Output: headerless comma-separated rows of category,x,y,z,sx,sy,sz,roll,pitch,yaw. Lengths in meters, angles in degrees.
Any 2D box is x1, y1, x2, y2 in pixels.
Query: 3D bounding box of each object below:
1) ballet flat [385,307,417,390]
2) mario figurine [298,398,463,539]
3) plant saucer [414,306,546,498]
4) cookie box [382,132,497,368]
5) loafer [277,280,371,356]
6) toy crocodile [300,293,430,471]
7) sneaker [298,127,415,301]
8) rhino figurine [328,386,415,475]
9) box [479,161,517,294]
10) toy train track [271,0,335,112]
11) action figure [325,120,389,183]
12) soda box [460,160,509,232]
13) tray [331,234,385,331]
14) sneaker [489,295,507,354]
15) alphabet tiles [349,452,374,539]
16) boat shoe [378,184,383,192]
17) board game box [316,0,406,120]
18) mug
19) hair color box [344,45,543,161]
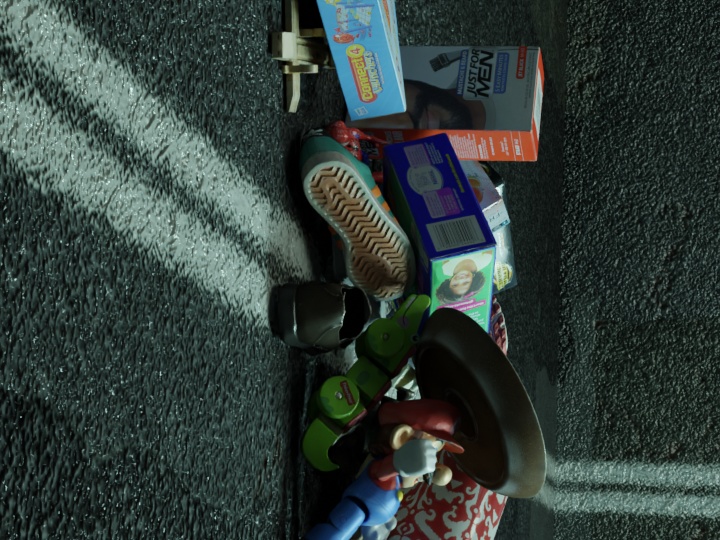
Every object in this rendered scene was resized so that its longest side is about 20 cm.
ballet flat,0.050,0.099,1.875,0.200,0.073,0.073,62,31,-66
mario figurine,0.033,0.210,1.524,0.106,0.123,0.200,44,80,-27
plant saucer,0.106,0.133,1.558,0.200,0.032,0.201,49,-26,34
cookie box,0.077,-0.008,1.681,0.200,0.075,0.171,89,-14,-47
loafer,-0.023,0.047,1.538,0.200,0.071,0.073,-3,93,-77
toy crocodile,0.006,0.103,1.558,0.200,0.062,0.068,-51,180,-22
sneaker,-0.002,-0.057,1.579,0.080,0.071,0.200,-103,168,-48
rhino figurine,0.002,0.165,1.666,0.200,0.060,0.088,-5,113,-75
box,0.118,-0.087,1.975,0.200,0.046,0.159,-128,-159,-49
toy train track,-0.042,-0.207,1.540,0.200,0.032,0.115,-20,109,-77
action figure,-0.003,-0.108,1.680,0.200,0.051,0.066,44,52,-69
soda box,0.087,-0.125,1.816,0.200,0.063,0.068,60,0,27
tray,0.000,0.000,1.706,0.200,0.022,0.108,65,19,-61
sneaker,0.100,0.040,1.838,0.200,0.078,0.082,47,-9,37
alphabet tiles,0.025,0.214,1.681,0.196,0.015,0.200,-53,163,-27
boat shoe,0.067,-0.039,1.922,0.200,0.068,0.084,53,39,-69
board game box,-0.007,-0.282,1.554,0.200,0.056,0.196,72,11,-52
mug,0.053,0.271,1.657,0.134,0.177,0.200,61,43,-37
hair color box,0.090,-0.178,1.735,0.064,0.199,0.111,69,25,-59
